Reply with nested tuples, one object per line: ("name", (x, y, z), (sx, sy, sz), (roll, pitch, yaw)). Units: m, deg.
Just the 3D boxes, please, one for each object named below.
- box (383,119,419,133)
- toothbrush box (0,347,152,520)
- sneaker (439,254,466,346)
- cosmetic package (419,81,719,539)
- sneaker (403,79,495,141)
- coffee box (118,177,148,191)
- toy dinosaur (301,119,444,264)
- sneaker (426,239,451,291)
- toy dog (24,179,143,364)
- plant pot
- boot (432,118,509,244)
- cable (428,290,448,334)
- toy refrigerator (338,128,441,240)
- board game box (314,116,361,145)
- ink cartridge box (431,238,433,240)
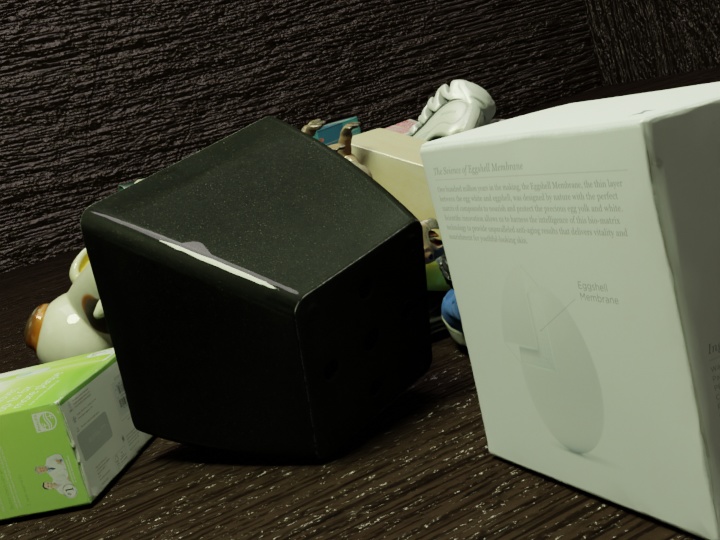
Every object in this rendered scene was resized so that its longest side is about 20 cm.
("box", (0.119, -0.107, 1.260), (0.199, 0.103, 0.095), (22, 25, 21))
("toothbrush box", (-0.288, 0.137, 0.818), (0.199, 0.086, 0.146), (-14, 10, 13))
("sneaker", (0.102, 0.009, 0.815), (0.076, 0.112, 0.200), (-24, 16, -5))
("cosmetic package", (0.149, 0.008, 0.555), (0.123, 0.201, 0.199), (-20, 12, -23))
("sneaker", (0.059, -0.101, 1.023), (0.200, 0.075, 0.081), (-51, 19, 43))
("coffee box", (-0.199, -0.019, 1.198), (0.122, 0.201, 0.044), (-17, 13, -20))
("toy dinosaur", (-0.034, -0.057, 0.901), (0.199, 0.136, 0.086), (10, 27, 39))
("sneaker", (0.000, 0.000, 0.948), (0.199, 0.077, 0.075), (10, -19, 18))
("toy dog", (-0.251, 0.041, 1.052), (0.200, 0.139, 0.194), (-42, 20, 23))
("plant pot", (-0.058, 0.025, 0.758), (0.177, 0.200, 0.200), (20, 40, 37))
("boot", (0.171, -0.039, 1.032), (0.073, 0.200, 0.151), (-3, 52, 59))
("cable", (0.065, 0.055, 0.937), (0.097, 0.051, 0.200), (16, 40, 37))
("toy refrigerator", (0.078, -0.067, 0.920), (0.199, 0.070, 0.076), (20, 26, 26))
("board game box", (-0.031, -0.078, 1.261), (0.047, 0.201, 0.151), (-9, 12, 30))
("ink cartridge box", (0.083, -0.028, 1.156), (0.199, 0.084, 0.146), (-8, 14, 37))
